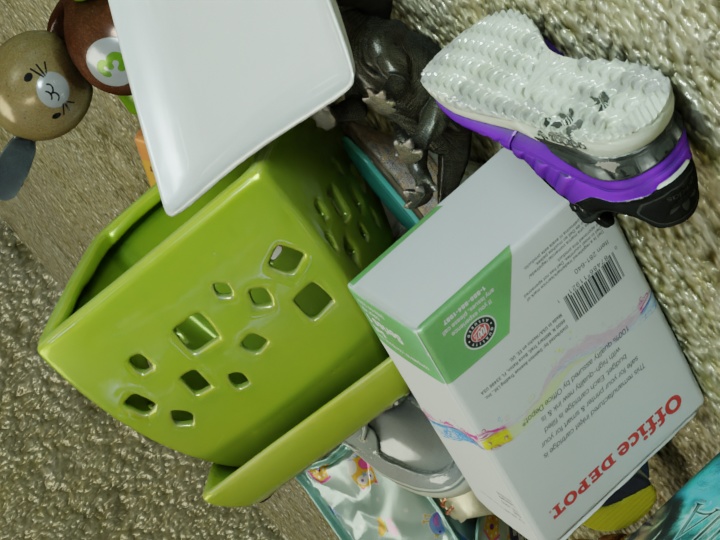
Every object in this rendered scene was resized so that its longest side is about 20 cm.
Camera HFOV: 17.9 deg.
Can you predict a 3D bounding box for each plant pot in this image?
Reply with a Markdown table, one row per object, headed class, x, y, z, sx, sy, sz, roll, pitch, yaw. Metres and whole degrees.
| class | x | y | z | sx | sy | sz | roll | pitch | yaw |
| --- | --- | --- | --- | --- | --- | --- | --- | --- | --- |
| plant pot | -0.065 | 0.022 | 1.483 | 0.182 | 0.199 | 0.200 | 49 | -161 | -13 |

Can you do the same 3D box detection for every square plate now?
| class | x | y | z | sx | sy | sz | roll | pitch | yaw |
| --- | --- | --- | --- | --- | --- | --- | --- | --- | --- |
| square plate | -0.080 | -0.161 | 1.369 | 0.198 | 0.028 | 0.201 | -32 | 69 | 45 |

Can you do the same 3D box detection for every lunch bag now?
| class | x | y | z | sx | sy | sz | roll | pitch | yaw |
| --- | --- | --- | --- | --- | --- | --- | --- | --- | --- |
| lunch bag | 0.071 | 0.187 | 1.826 | 0.122 | 0.170 | 0.200 | -41 | 87 | 33 |

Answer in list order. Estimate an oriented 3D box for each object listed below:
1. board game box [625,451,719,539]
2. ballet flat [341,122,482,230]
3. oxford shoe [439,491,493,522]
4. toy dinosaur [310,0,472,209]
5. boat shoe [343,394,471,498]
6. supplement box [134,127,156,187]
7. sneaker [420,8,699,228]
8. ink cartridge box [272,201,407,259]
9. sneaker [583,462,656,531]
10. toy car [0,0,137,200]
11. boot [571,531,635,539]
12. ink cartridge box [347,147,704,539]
| class | x | y | z | sx | sy | sz | roll | pitch | yaw |
| --- | --- | --- | --- | --- | --- | --- | --- | --- | --- |
| board game box | 0.225 | 0.158 | 1.325 | 0.028 | 0.135 | 0.200 | 53 | 167 | -13 |
| ballet flat | 0.066 | -0.029 | 1.489 | 0.200 | 0.067 | 0.068 | 54 | 172 | -14 |
| oxford shoe | 0.066 | 0.147 | 1.703 | 0.199 | 0.074 | 0.071 | 18 | -177 | 6 |
| toy dinosaur | 0.032 | -0.105 | 1.379 | 0.200 | 0.103 | 0.077 | 42 | 141 | -17 |
| boat shoe | 0.001 | 0.101 | 1.636 | 0.200 | 0.070 | 0.071 | 30 | -175 | 37 |
| supplement box | -0.103 | -0.038 | 1.710 | 0.066 | 0.069 | 0.201 | 13 | 140 | 30 |
| sneaker | 0.109 | -0.070 | 1.222 | 0.200 | 0.070 | 0.100 | 33 | 161 | 54 |
| ink cartridge box | 0.000 | 0.000 | 1.680 | 0.145 | 0.083 | 0.200 | 19 | 152 | 29 |
| sneaker | 0.119 | 0.098 | 1.575 | 0.200 | 0.074 | 0.082 | 39 | -148 | -21 |
| toy car | -0.258 | -0.159 | 1.926 | 0.165 | 0.200 | 0.158 | 55 | 166 | -24 |
| boot | 0.233 | 0.262 | 1.592 | 0.155 | 0.077 | 0.201 | -9 | 121 | 41 |
| ink cartridge box | 0.104 | 0.046 | 1.392 | 0.084 | 0.145 | 0.200 | 32 | 158 | 51 |
